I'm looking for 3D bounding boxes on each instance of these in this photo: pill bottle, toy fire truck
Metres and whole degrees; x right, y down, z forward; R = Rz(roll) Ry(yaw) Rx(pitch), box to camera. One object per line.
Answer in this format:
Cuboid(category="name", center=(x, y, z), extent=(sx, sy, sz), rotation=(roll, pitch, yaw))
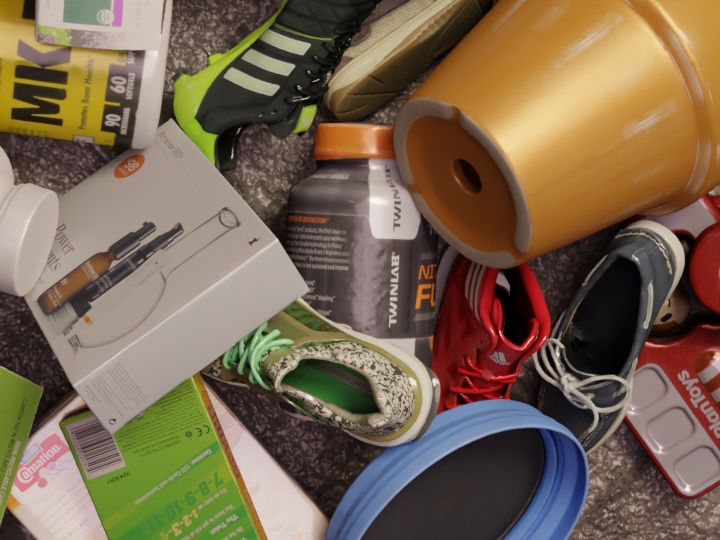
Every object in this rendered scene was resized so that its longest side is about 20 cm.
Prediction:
Cuboid(category="pill bottle", center=(-0.228, -0.147, 1.076), extent=(0.199, 0.114, 0.115), rotation=(6, 93, -10))
Cuboid(category="pill bottle", center=(0.000, 0.000, 1.127), extent=(0.106, 0.106, 0.201), rotation=(2, 94, -10))
Cuboid(category="toy fire truck", center=(0.242, 0.047, 1.179), extent=(0.168, 0.112, 0.200), rotation=(-35, 98, 13))
Cuboid(category="pill bottle", center=(-0.295, -0.046, 1.035), extent=(0.199, 0.111, 0.111), rotation=(17, 91, 4))

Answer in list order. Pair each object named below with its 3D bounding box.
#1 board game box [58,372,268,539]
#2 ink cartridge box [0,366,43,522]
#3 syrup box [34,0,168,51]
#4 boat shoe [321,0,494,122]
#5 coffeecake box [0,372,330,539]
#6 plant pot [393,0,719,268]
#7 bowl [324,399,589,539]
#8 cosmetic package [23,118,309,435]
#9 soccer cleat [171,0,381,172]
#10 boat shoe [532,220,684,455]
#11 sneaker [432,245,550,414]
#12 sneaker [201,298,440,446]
Cuboid(category="board game box", center=(-0.113, 0.172, 1.073), extent=(0.095, 0.030, 0.201), rotation=(-20, 96, 8))
Cuboid(category="ink cartridge box", center=(-0.321, 0.102, 1.047), extent=(0.199, 0.076, 0.148), rotation=(24, 110, 8))
Cuboid(category="syrup box", center=(-0.163, -0.227, 1.036), extent=(0.081, 0.200, 0.079), rotation=(3, 131, -11))
Cuboid(category="boat shoe", center=(0.044, -0.186, 1.141), extent=(0.201, 0.072, 0.066), rotation=(-40, 74, -8))
Cuboid(category="coffeecake box", center=(-0.134, 0.158, 1.131), extent=(0.153, 0.073, 0.200), rotation=(-41, 99, -5))
Cuboid(category="plant pot", center=(0.128, -0.100, 1.069), extent=(0.183, 0.200, 0.201), rotation=(-36, 99, -27))
Cuboid(category="bowl", center=(0.064, 0.171, 1.129), extent=(0.200, 0.039, 0.201), rotation=(-20, 135, -21))
Cuboid(category="cosmetic package", center=(-0.139, -0.003, 1.058), extent=(0.151, 0.200, 0.052), rotation=(-35, 126, -7))
Cuboid(category="soccer cleat", center=(-0.041, -0.139, 1.095), extent=(0.200, 0.067, 0.081), rotation=(-33, 81, 29))
Cuboid(category="boat shoe", center=(0.162, 0.059, 1.138), extent=(0.075, 0.062, 0.200), rotation=(37, 125, 18))
Cuboid(category="sneaker", center=(0.077, 0.077, 1.140), extent=(0.078, 0.116, 0.201), rotation=(3, 93, -10))
Cuboid(category="sneaker", center=(-0.049, 0.052, 1.040), extent=(0.199, 0.089, 0.077), rotation=(19, 93, 13))
